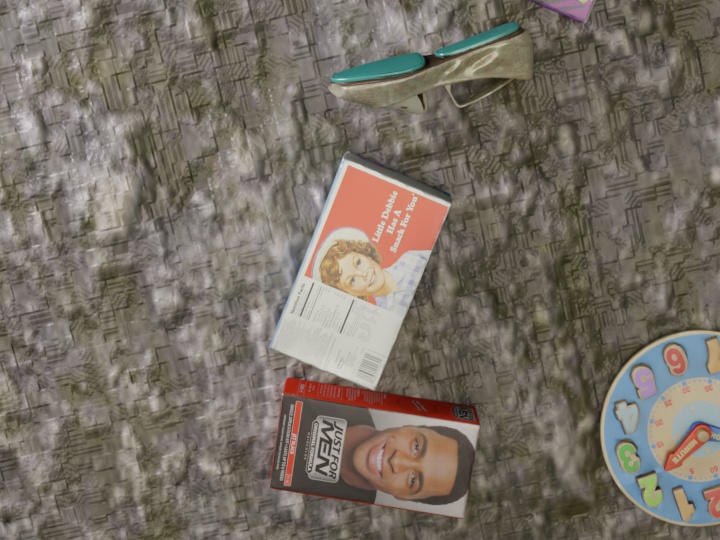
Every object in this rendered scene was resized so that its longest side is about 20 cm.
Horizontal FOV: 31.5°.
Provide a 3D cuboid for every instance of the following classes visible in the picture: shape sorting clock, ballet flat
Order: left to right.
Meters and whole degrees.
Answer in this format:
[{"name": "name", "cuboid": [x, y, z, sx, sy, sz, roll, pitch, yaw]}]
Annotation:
[{"name": "ballet flat", "cuboid": [0.070, -0.178, 1.204, 0.198, 0.068, 0.063, -15, 111, 4]}, {"name": "shape sorting clock", "cuboid": [0.340, 0.160, 1.278, 0.197, 0.039, 0.203, 0, 102, 1]}]

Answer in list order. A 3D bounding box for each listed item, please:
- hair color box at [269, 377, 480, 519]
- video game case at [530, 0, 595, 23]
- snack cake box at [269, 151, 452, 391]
[{"name": "hair color box", "cuboid": [0.014, 0.177, 1.277, 0.197, 0.061, 0.103, 8, 101, -1]}, {"name": "video game case", "cuboid": [0.155, -0.352, 1.180, 0.198, 0.036, 0.183, 23, 102, -4]}, {"name": "snack cake box", "cuboid": [0.000, 0.000, 1.239, 0.114, 0.067, 0.202, 22, 101, -1]}]
